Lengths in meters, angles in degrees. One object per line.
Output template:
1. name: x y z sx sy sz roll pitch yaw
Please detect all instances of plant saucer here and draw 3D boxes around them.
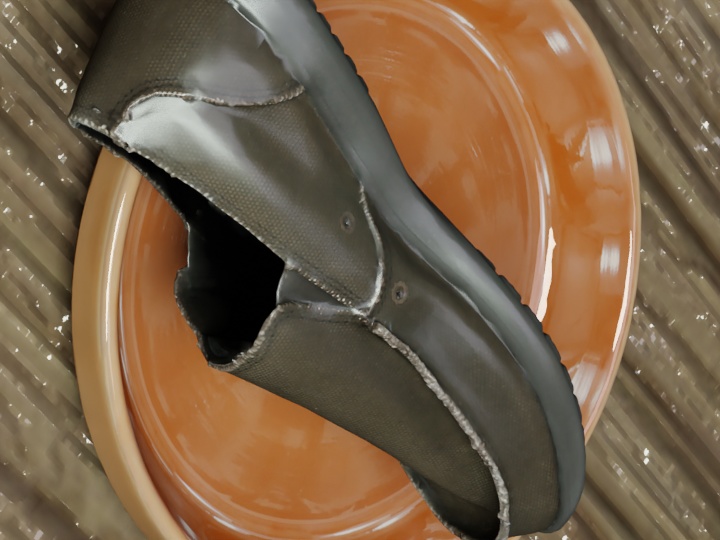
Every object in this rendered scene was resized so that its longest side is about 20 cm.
1. plant saucer: 0.000 0.000 0.842 0.200 0.032 0.201 -11 107 -39

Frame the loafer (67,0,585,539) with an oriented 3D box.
1. loafer: -0.014 0.005 0.770 0.071 0.073 0.200 -45 117 -18
